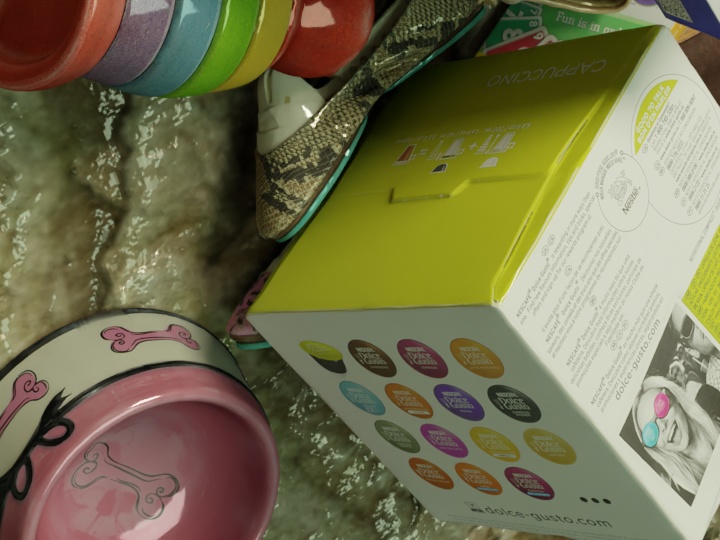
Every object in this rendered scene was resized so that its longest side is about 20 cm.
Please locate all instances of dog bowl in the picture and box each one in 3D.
[{"bbox_3d":[-0.134,0.126,0.949,0.200,0.074,0.201,-18,124,-30],"label":"dog bowl"}]

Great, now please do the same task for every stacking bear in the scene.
[{"bbox_3d":[-0.079,-0.140,0.823,0.200,0.114,0.122,-2,115,-42],"label":"stacking bear"}]

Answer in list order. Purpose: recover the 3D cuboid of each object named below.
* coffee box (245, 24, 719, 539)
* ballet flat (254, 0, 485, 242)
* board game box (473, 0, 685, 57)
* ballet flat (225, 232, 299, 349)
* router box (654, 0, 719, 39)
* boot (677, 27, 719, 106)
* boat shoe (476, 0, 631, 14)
[{"bbox_3d":[0.099,0.010,0.909,0.198,0.199,0.200,49,59,-28],"label":"coffee box"},{"bbox_3d":[-0.012,-0.111,0.926,0.075,0.068,0.200,45,77,-22],"label":"ballet flat"},{"bbox_3d":[0.156,-0.172,0.990,0.200,0.095,0.030,-55,159,-1],"label":"board game box"},{"bbox_3d":[0.000,0.000,0.995,0.200,0.069,0.071,-8,101,-39],"label":"ballet flat"},{"bbox_3d":[0.168,-0.234,0.723,0.180,0.049,0.200,-48,130,-6],"label":"router box"},{"bbox_3d":[0.205,-0.099,1.069,0.166,0.072,0.200,42,78,-31],"label":"boot"},{"bbox_3d":[0.083,-0.180,0.903,0.200,0.069,0.074,0,159,-38],"label":"boat shoe"}]
